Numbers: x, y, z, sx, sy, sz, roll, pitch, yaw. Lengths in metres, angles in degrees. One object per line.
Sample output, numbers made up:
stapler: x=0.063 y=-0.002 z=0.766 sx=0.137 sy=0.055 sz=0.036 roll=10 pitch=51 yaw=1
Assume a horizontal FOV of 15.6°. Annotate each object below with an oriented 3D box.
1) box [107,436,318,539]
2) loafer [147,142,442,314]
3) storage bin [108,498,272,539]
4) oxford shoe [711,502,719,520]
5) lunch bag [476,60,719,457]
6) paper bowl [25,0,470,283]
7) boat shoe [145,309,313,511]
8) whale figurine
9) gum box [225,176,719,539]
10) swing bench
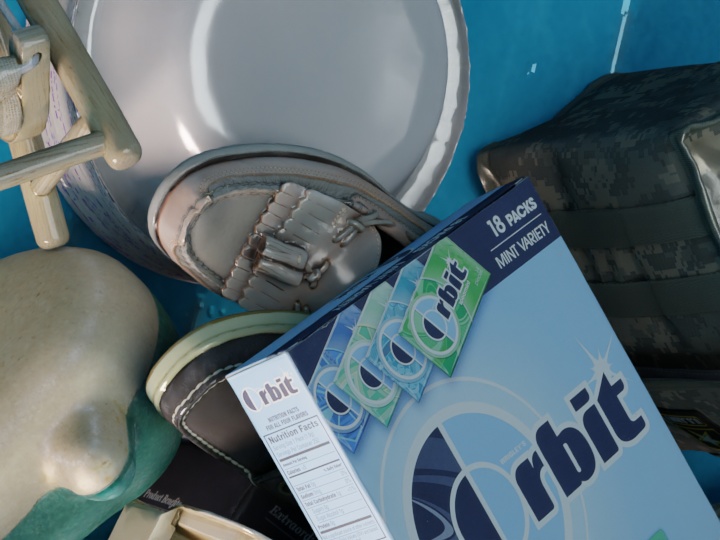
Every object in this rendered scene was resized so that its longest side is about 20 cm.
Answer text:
box: x=-0.063 y=0.197 z=1.175 sx=0.148 sy=0.104 sz=0.201 roll=41 pitch=74 yaw=-23
loafer: x=0.000 y=0.000 z=1.117 sx=0.199 sy=0.063 sz=0.072 roll=18 pitch=111 yaw=-44
storage bin: x=-0.044 y=0.224 z=1.075 sx=0.198 sy=0.094 sz=0.201 roll=32 pitch=79 yaw=-26
oxford shoe: x=0.189 y=0.146 z=1.335 sx=0.199 sy=0.058 sz=0.076 roll=-16 pitch=94 yaw=-41
lunch bag: x=0.167 y=0.010 z=1.250 sx=0.117 sy=0.164 sz=0.201 roll=-31 pitch=106 yaw=-28
paper bowl: x=-0.041 y=-0.092 z=1.171 sx=0.199 sy=0.104 sz=0.202 roll=-1 pitch=92 yaw=-28
boat shoe: x=-0.007 y=0.073 z=1.104 sx=0.072 sy=0.066 sz=0.200 roll=-43 pitch=144 yaw=18
whale figurine: x=-0.145 y=0.089 z=1.103 sx=0.104 sy=0.158 sz=0.201 roll=48 pitch=55 yaw=-37
gum box: x=0.057 y=0.087 z=1.073 sx=0.170 sy=0.044 sz=0.201 roll=-35 pitch=99 yaw=-43
swing bench: x=-0.223 y=-0.088 z=1.033 sx=0.198 sy=0.130 sz=0.201 roll=-20 pitch=83 yaw=-25
